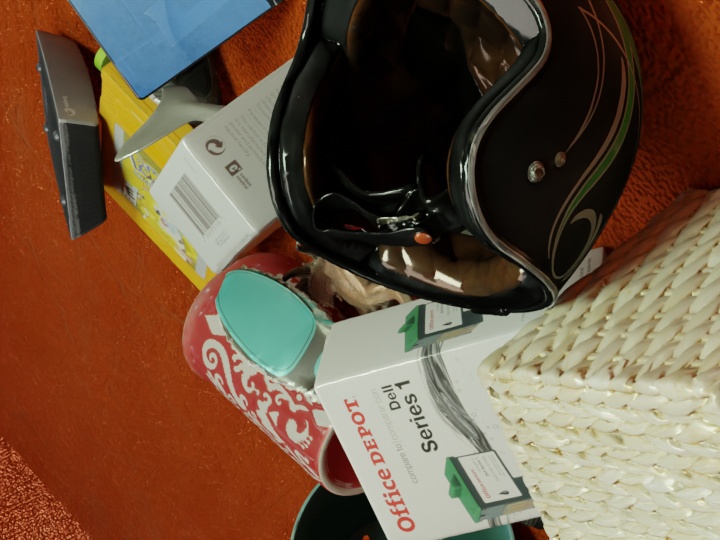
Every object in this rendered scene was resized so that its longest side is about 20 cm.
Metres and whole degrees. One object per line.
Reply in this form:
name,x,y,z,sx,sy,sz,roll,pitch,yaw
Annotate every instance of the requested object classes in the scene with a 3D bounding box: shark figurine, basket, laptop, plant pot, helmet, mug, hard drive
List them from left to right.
hard drive,-0.269,-0.131,1.356,0.200,0.042,0.135,-118,24,-54
laptop,-0.130,-0.241,0.979,0.188,0.116,0.200,55,156,-10
shark figurine,-0.054,-0.067,1.043,0.214,0.090,0.128,23,165,-38
mug,-0.029,0.087,1.256,0.200,0.177,0.134,40,127,43
plant pot,0.036,0.274,1.342,0.201,0.201,0.161,45,167,12
helmet,0.056,-0.091,0.776,0.199,0.191,0.200,15,165,4
basket,0.198,0.069,0.745,0.198,0.200,0.161,0,123,60

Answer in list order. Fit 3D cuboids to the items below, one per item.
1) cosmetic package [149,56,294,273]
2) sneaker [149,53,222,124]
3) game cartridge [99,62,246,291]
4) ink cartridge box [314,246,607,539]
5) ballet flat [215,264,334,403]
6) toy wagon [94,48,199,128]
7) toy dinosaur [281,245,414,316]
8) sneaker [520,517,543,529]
cosmetic package,-0.025,-0.092,0.901,0.071,0.200,0.101,50,157,-1
sneaker,-0.152,-0.198,1.140,0.090,0.066,0.200,21,140,52
game cartridge,-0.166,-0.073,1.290,0.176,0.032,0.200,45,158,12
ink cartridge box,0.088,0.088,0.965,0.199,0.084,0.146,-17,115,18
ballet flat,-0.029,0.071,1.106,0.200,0.072,0.072,35,152,25
toy wagon,-0.173,-0.118,1.326,0.155,0.040,0.200,43,156,18
toy dinosaur,0.000,0.000,1.126,0.135,0.086,0.200,41,157,16
sneaker,0.145,0.123,1.079,0.114,0.076,0.200,24,134,5
